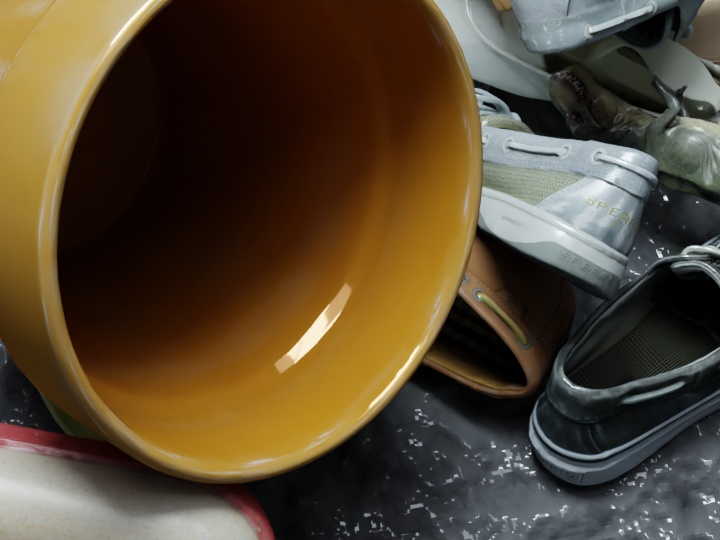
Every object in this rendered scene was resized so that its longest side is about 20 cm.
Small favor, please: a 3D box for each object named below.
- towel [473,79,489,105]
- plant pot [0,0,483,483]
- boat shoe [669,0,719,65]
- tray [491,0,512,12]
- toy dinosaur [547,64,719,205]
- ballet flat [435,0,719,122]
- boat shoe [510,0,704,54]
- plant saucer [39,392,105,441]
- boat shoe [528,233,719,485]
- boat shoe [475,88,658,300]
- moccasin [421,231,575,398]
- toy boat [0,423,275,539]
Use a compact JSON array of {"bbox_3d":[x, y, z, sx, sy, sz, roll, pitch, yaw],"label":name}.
[{"bbox_3d":[-0.020,-0.148,0.951,0.199,0.030,0.147,13,52,5],"label":"towel"},{"bbox_3d":[-0.085,-0.041,0.685,0.200,0.201,0.183,-36,36,-28],"label":"plant pot"},{"bbox_3d":[0.242,-0.140,0.942,0.199,0.069,0.074,-9,55,-10],"label":"boat shoe"},{"bbox_3d":[0.046,-0.234,0.833,0.037,0.200,0.099,-16,25,40],"label":"tray"},{"bbox_3d":[0.190,-0.061,0.825,0.200,0.047,0.088,31,87,19],"label":"toy dinosaur"},{"bbox_3d":[0.114,-0.115,0.887,0.199,0.070,0.070,25,53,-3],"label":"ballet flat"},{"bbox_3d":[0.129,-0.140,0.824,0.070,0.072,0.201,5,17,37],"label":"boat shoe"},{"bbox_3d":[-0.062,0.000,0.780,0.199,0.031,0.201,-6,75,24],"label":"plant saucer"},{"bbox_3d":[0.160,0.025,0.808,0.072,0.071,0.200,39,58,23],"label":"boat shoe"},{"bbox_3d":[0.076,-0.046,0.806,0.074,0.065,0.202,28,7,-20],"label":"boat shoe"},{"bbox_3d":[-0.001,0.001,0.813,0.201,0.074,0.078,31,38,7],"label":"moccasin"},{"bbox_3d":[-0.126,0.112,0.704,0.199,0.131,0.131,10,22,2],"label":"toy boat"}]
